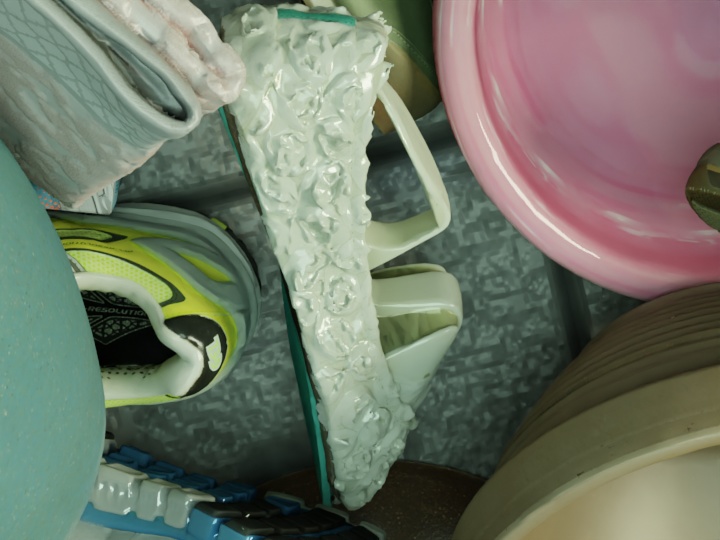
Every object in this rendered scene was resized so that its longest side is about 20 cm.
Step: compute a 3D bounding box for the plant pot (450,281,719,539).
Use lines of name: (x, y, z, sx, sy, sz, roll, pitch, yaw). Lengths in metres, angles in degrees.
plant pot: (0.125, 0.069, 0.803, 0.200, 0.093, 0.201, -4, 141, -3)

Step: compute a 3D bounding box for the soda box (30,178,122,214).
soda box: (-0.174, -0.065, 0.796, 0.199, 0.064, 0.069, 5, 104, -2)

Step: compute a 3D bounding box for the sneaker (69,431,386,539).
sneaker: (-0.065, 0.108, 0.807, 0.199, 0.075, 0.087, 16, 93, 28)

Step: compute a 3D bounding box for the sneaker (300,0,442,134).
sneaker: (0.001, -0.149, 0.775, 0.090, 0.067, 0.201, -25, 102, 8)

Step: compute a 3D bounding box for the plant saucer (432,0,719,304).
plant saucer: (0.120, -0.088, 0.792, 0.200, 0.051, 0.201, -3, 111, -8)

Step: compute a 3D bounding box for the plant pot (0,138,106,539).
plant pot: (-0.153, 0.036, 0.703, 0.200, 0.200, 0.135, -47, 126, 10)

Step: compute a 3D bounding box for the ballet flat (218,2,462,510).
ballet flat: (0.000, 0.000, 0.785, 0.071, 0.072, 0.200, -11, 130, 2)

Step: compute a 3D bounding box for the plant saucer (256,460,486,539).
plant saucer: (0.006, 0.168, 0.875, 0.200, 0.037, 0.201, 0, 105, -1)

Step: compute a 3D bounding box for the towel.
towel: (-0.129, -0.098, 0.665, 0.200, 0.191, 0.032, 45, 75, -10)

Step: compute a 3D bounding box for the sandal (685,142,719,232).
sandal: (0.202, -0.020, 0.756, 0.199, 0.080, 0.054, 13, 74, 8)

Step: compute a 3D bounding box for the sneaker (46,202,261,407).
sneaker: (-0.134, 0.008, 0.809, 0.199, 0.076, 0.076, -1, 107, 2)
